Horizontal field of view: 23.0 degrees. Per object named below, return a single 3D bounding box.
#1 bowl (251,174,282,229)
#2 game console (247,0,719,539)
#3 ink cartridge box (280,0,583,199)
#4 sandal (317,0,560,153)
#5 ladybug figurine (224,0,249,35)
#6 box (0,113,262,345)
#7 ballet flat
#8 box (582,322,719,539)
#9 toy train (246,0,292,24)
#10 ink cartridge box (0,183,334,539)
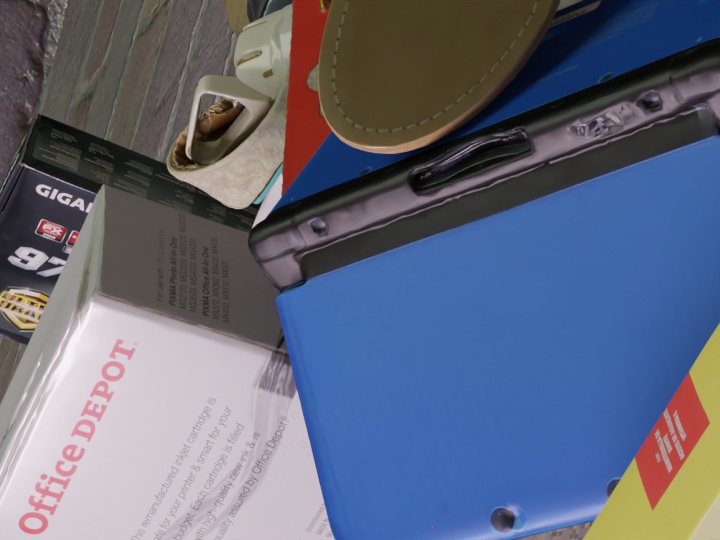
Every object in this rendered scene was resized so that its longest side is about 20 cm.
[{"bbox_3d":[0.000,0.000,0.891,0.201,0.074,0.200,-64,19,21],"label":"bowl"},{"bbox_3d":[0.073,-0.009,0.617,0.199,0.119,0.171,-18,23,33],"label":"game console"},{"bbox_3d":[0.045,-0.127,0.761,0.199,0.047,0.161,-19,44,21],"label":"ink cartridge box"},{"bbox_3d":[0.050,-0.123,0.651,0.070,0.077,0.213,61,-134,-65],"label":"sandal"},{"bbox_3d":[-0.035,-0.238,1.233,0.200,0.072,0.136,-52,32,45],"label":"ladybug figurine"},{"bbox_3d":[-0.137,0.002,1.094,0.159,0.199,0.046,-52,23,44],"label":"box"},{"bbox_3d":[-0.047,-0.091,0.902,0.200,0.062,0.068,132,151,-51],"label":"ballet flat"},{"bbox_3d":[0.119,0.055,0.477,0.050,0.075,0.201,-101,33,-58],"label":"box"},{"bbox_3d":[-0.011,-0.162,1.022,0.085,0.113,0.200,-62,20,24],"label":"toy train"},{"bbox_3d":[-0.046,0.067,0.752,0.084,0.199,0.146,-96,30,-52],"label":"ink cartridge box"}]
